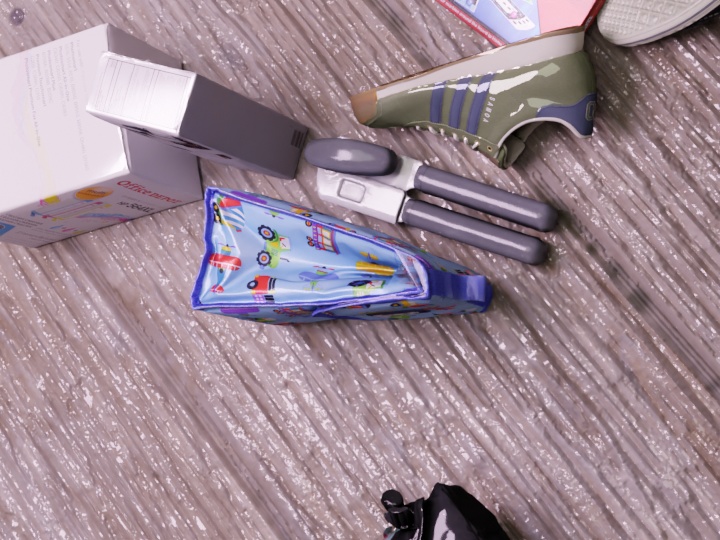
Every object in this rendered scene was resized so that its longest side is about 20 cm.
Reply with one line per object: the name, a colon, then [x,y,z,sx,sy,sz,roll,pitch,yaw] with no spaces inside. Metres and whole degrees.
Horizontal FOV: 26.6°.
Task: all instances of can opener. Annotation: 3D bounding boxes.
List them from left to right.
can opener: [0.048,-0.056,1.161,0.199,0.067,0.054,19,91,23]

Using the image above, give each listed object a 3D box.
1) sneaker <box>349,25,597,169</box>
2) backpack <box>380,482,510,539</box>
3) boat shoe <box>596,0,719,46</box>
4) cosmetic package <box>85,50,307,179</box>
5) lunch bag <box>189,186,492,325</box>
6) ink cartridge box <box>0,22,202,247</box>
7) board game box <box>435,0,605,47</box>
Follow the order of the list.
sneaker: [0.087,-0.116,1.152,0.199,0.067,0.090,-13,98,31]
backpack: [0.044,0.272,1.091,0.200,0.126,0.167,-47,58,11]
boat shoe: [0.262,-0.215,1.099,0.200,0.062,0.075,-28,58,31]
cosmetic package: [-0.120,-0.114,1.164,0.082,0.200,0.051,18,91,23]
lunch bag: [0.000,0.000,1.128,0.199,0.150,0.095,6,86,23]
ink cartridge box: [-0.229,-0.108,1.246,0.199,0.128,0.126,-14,79,20]
board game box: [0.098,-0.243,1.175,0.200,0.019,0.103,41,116,21]
